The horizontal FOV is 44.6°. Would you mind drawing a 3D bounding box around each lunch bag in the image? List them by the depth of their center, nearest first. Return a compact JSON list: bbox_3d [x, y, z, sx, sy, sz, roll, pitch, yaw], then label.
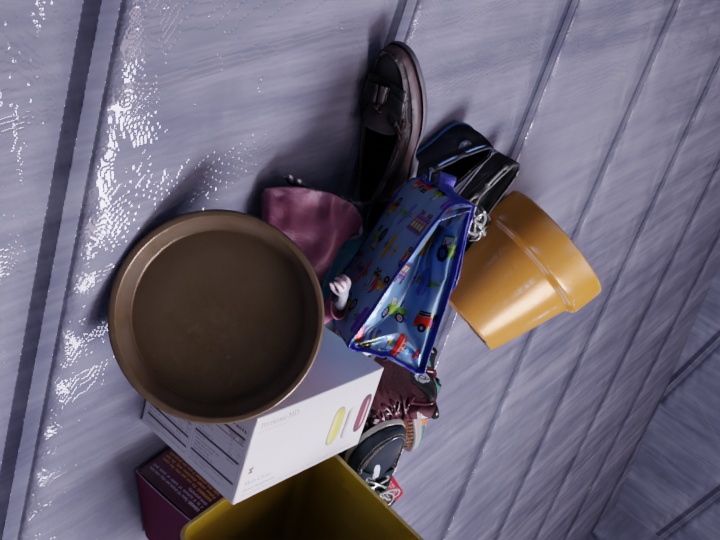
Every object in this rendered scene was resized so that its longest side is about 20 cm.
[{"bbox_3d":[0.048,-0.014,0.942,0.094,0.151,0.200,21,99,-18],"label":"lunch bag"}]

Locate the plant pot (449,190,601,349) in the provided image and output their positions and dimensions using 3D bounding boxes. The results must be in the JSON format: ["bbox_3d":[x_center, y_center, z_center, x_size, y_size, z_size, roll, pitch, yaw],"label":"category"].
[{"bbox_3d":[0.225,0.014,1.320,0.183,0.200,0.200,-40,149,1],"label":"plant pot"}]

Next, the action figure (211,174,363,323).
[{"bbox_3d":[-0.074,0.009,0.920,0.149,0.134,0.200,89,13,-80],"label":"action figure"}]

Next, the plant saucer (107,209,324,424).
[{"bbox_3d":[-0.134,0.043,0.824,0.200,0.200,0.029,-56,-177,-3],"label":"plant saucer"}]

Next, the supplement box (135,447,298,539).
[{"bbox_3d":[-0.153,0.251,1.047,0.200,0.103,0.131,-33,142,-38],"label":"supplement box"}]

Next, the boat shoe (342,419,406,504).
[{"bbox_3d":[0.005,0.258,1.054,0.075,0.062,0.200,10,127,-35],"label":"boat shoe"}]

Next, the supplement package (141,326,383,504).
[{"bbox_3d":[-0.104,0.135,0.958,0.200,0.156,0.111,-15,129,-49],"label":"supplement package"}]

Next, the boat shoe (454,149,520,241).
[{"bbox_3d":[0.152,-0.077,1.225,0.199,0.068,0.074,-52,149,-9],"label":"boat shoe"}]

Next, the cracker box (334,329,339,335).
[{"bbox_3d":[0.016,0.131,1.229,0.134,0.058,0.200,-22,136,-44],"label":"cracker box"}]

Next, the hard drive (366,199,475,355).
[{"bbox_3d":[0.065,0.009,1.097,0.132,0.027,0.200,-7,124,-38],"label":"hard drive"}]

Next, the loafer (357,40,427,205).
[{"bbox_3d":[0.029,-0.154,0.975,0.063,0.072,0.200,-31,142,-28],"label":"loafer"}]

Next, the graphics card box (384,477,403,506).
[{"bbox_3d":[-0.039,0.350,1.307,0.200,0.051,0.126,-40,112,-26],"label":"graphics card box"}]

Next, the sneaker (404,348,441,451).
[{"bbox_3d":[0.090,0.202,1.377,0.080,0.071,0.200,-31,140,-32],"label":"sneaker"}]

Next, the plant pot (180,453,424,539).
[{"bbox_3d":[-0.070,0.346,0.977,0.200,0.200,0.176,-31,152,-38],"label":"plant pot"}]

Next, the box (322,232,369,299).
[{"bbox_3d":[0.000,0.000,1.092,0.200,0.049,0.082,-7,123,-53],"label":"box"}]

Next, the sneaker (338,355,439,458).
[{"bbox_3d":[0.034,0.176,1.089,0.200,0.115,0.076,-53,155,-36],"label":"sneaker"}]

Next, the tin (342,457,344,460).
[{"bbox_3d":[-0.052,0.272,1.180,0.200,0.042,0.112,-48,-156,36],"label":"tin"}]

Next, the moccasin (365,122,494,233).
[{"bbox_3d":[0.089,-0.112,1.099,0.200,0.068,0.080,-48,149,-13],"label":"moccasin"}]
